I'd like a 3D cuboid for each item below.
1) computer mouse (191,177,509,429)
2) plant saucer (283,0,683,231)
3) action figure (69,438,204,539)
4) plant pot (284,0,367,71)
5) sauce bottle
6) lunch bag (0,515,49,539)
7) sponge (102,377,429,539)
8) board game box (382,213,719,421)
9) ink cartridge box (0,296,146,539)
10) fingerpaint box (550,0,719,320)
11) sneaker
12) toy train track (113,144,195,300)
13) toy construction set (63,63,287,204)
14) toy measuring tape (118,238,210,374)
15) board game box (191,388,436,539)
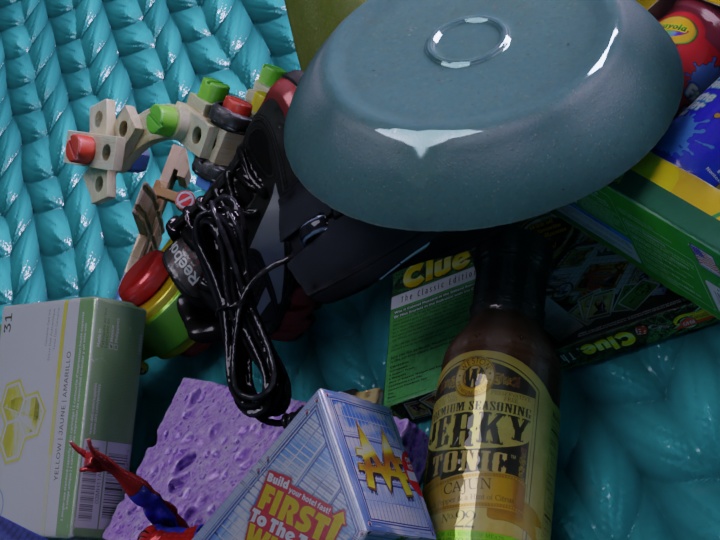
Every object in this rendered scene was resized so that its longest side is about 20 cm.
[{"bbox_3d":[0.000,0.000,0.711,0.198,0.046,0.142,-19,74,22],"label":"computer mouse"},{"bbox_3d":[0.054,-0.098,0.684,0.197,0.036,0.201,-9,41,8],"label":"plant saucer"},{"bbox_3d":[-0.085,0.131,0.724,0.198,0.099,0.066,-15,46,39],"label":"action figure"},{"bbox_3d":[0.035,-0.137,0.846,0.185,0.186,0.203,-13,69,36],"label":"plant pot"},{"bbox_3d":[0.064,0.075,0.685,0.064,0.065,0.202,-15,54,35],"label":"sauce bottle"},{"bbox_3d":[-0.215,0.207,0.737,0.133,0.200,0.136,-50,42,-2],"label":"lunch bag"},{"bbox_3d":[-0.056,0.125,0.801,0.198,0.030,0.112,4,60,46],"label":"sponge"},{"bbox_3d":[0.101,0.009,0.763,0.198,0.023,0.106,-21,45,29],"label":"board game box"},{"bbox_3d":[-0.221,0.097,0.925,0.198,0.048,0.148,-6,76,42],"label":"ink cartridge box"},{"bbox_3d":[0.192,-0.070,0.680,0.167,0.074,0.200,-41,40,-7],"label":"fingerpaint box"},{"bbox_3d":[-0.062,-0.027,0.815,0.097,0.202,0.071,-13,53,-27],"label":"sneaker"},{"bbox_3d":[-0.149,0.011,0.983,0.032,0.115,0.202,18,75,3],"label":"toy train track"},{"bbox_3d":[-0.085,-0.087,0.903,0.131,0.198,0.093,37,126,44],"label":"toy construction set"},{"bbox_3d":[-0.102,-0.007,0.943,0.073,0.074,0.201,7,55,47],"label":"toy measuring tape"},{"bbox_3d":[-0.015,0.166,0.607,0.199,0.061,0.202,32,96,35],"label":"board game box"}]
